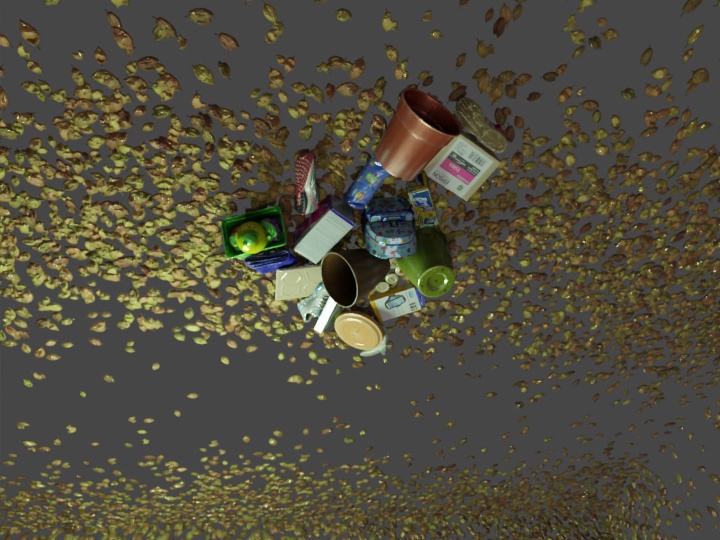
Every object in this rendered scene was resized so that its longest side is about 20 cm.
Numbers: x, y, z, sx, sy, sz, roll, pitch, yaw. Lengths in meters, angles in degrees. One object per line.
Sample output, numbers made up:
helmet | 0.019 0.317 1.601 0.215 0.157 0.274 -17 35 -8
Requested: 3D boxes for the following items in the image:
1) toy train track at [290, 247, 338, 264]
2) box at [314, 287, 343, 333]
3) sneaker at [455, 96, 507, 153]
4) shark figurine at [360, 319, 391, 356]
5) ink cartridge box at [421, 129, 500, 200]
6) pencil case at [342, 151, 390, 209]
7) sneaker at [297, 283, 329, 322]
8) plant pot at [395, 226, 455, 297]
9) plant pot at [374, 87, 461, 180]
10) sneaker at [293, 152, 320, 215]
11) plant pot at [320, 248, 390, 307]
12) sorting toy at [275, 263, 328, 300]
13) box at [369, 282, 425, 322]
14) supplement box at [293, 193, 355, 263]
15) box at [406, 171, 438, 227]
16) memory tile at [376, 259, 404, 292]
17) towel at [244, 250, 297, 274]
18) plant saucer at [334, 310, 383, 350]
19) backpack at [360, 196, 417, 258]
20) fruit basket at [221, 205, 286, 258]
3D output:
toy train track | -0.147 -0.040 1.765 0.199 0.033 0.115 26 142 -18
box | -0.089 0.120 1.835 0.036 0.144 0.201 35 124 9
sneaker | 0.363 -0.436 1.511 0.071 0.112 0.200 -41 92 26
shark figurine | 0.085 0.287 2.025 0.127 0.090 0.215 5 129 -14
ink cartridge box | 0.305 -0.335 1.568 0.199 0.075 0.165 25 120 -25
pencil case | 0.027 -0.276 1.572 0.087 0.078 0.200 40 118 1
sneaker | -0.146 0.119 1.821 0.075 0.087 0.200 16 134 -40
plant pot | 0.233 -0.015 1.726 0.199 0.193 0.202 -6 126 -8
plant pot | 0.150 -0.379 1.450 0.200 0.202 0.195 21 131 -22
sneaker | -0.160 -0.271 1.562 0.074 0.081 0.201 -17 135 -32
plant pot | 0.000 0.000 1.697 0.199 0.187 0.188 -23 139 -37
sorting toy | -0.207 0.036 1.778 0.184 0.037 0.200 -7 147 -17
box | 0.144 0.119 1.929 0.199 0.042 0.120 -19 128 4
supplement box | -0.122 -0.136 1.649 0.103 0.102 0.200 32 118 -28
box | 0.198 -0.221 1.601 0.064 0.071 0.200 -12 150 13
memory tile | 0.066 -0.010 1.830 0.153 0.017 0.200 -39 124 22
towel | -0.289 -0.024 1.669 0.146 0.200 0.050 -8 86 0
plant saucer | -0.008 0.239 1.953 0.199 0.032 0.201 13 134 14
backpack | 0.095 -0.131 1.620 0.181 0.201 0.135 -1 129 -6
fruit basket | -0.335 -0.115 1.571 0.214 0.157 0.216 -12 164 -3
